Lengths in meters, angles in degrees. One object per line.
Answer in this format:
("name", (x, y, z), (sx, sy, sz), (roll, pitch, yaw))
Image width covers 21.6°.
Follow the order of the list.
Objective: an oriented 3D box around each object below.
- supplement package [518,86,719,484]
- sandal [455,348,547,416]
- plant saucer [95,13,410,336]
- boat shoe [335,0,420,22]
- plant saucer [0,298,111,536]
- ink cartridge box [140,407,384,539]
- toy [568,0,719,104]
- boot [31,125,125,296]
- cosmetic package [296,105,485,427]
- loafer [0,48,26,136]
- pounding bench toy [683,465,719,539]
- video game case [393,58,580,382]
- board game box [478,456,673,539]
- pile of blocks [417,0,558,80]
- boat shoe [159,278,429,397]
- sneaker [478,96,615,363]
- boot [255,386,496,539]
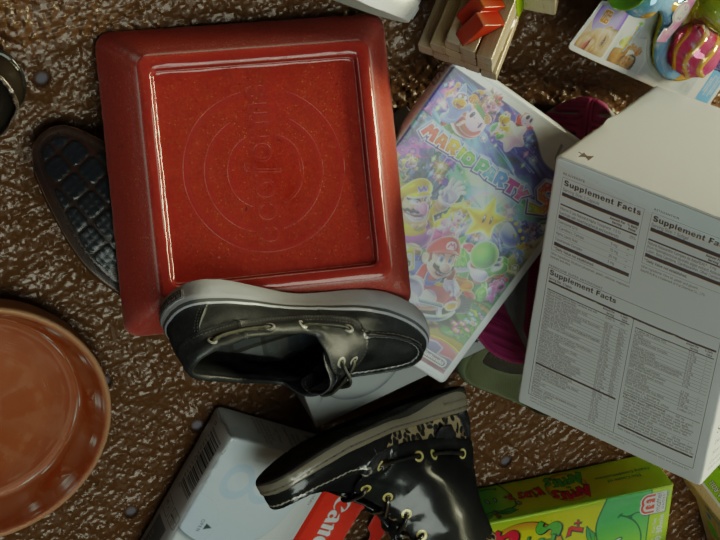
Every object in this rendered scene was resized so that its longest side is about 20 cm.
("supplement package", (0.221, 0.007, 1.317), (0.152, 0.150, 0.202), (-34, 139, -47))
("sandal", (0.165, 0.091, 1.497), (0.199, 0.057, 0.080), (10, 116, -27))
("plant saucer", (-0.066, -0.066, 1.247), (0.198, 0.037, 0.202), (-6, 90, -14))
("boat shoe", (-0.037, -0.224, 1.215), (0.199, 0.072, 0.069), (21, 90, -24))
("plant saucer", (-0.277, 0.105, 1.340), (0.198, 0.032, 0.202), (-11, 125, -16))
("ink cartridge box", (-0.061, 0.204, 1.481), (0.199, 0.047, 0.161), (19, 112, -29))
("toy", (0.241, -0.173, 1.334), (0.199, 0.047, 0.116), (15, 116, -48))
("boot", (-0.153, -0.013, 1.293), (0.075, 0.097, 0.200), (-43, 96, -12))
("cosmetic package", (0.000, 0.000, 1.378), (0.150, 0.052, 0.201), (-26, 126, -9))
("loafer", (-0.297, -0.069, 1.197), (0.199, 0.071, 0.073), (-32, 127, -1))
("pounding bench toy", (0.384, 0.255, 1.601), (0.123, 0.200, 0.157), (-25, 126, -6))
("video game case", (0.062, -0.034, 1.328), (0.143, 0.018, 0.201), (32, 101, -24))
("board game box", (0.159, 0.225, 1.585), (0.198, 0.048, 0.102), (-9, 124, -17))
("pile of blocks", (0.117, -0.217, 1.260), (0.200, 0.082, 0.062), (-43, 164, -8))
("boat shoe", (-0.035, 0.052, 1.228), (0.199, 0.067, 0.070), (11, 133, -35))
("sneaker", (0.147, -0.032, 1.406), (0.088, 0.081, 0.202), (-3, 114, -62))
("boot", (0.023, 0.184, 1.421), (0.199, 0.073, 0.152), (-20, 93, -42))
